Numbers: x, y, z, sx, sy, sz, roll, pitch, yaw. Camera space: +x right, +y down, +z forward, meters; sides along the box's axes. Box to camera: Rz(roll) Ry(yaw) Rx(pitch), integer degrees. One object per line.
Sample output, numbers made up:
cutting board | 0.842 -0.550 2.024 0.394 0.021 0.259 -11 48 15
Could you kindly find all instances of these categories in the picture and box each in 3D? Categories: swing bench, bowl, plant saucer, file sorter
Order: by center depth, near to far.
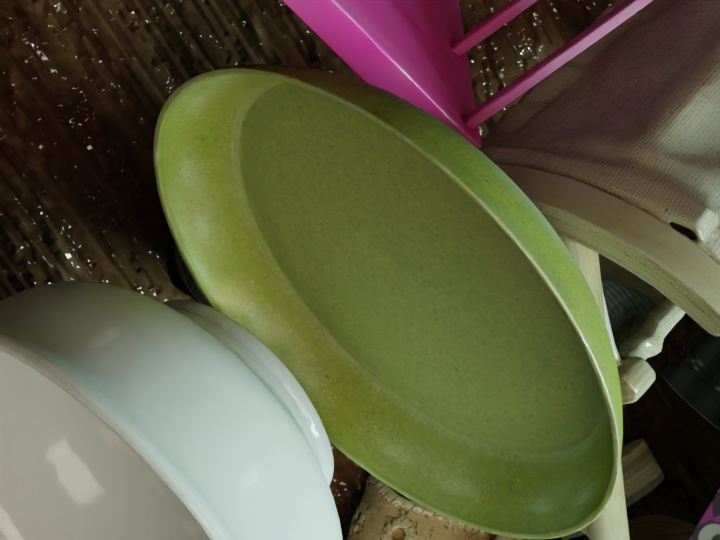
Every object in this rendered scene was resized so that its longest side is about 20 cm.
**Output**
plant saucer | 0.013 0.006 0.735 0.031 0.200 0.200 -43 124 -28
file sorter | 0.028 -0.166 0.742 0.125 0.200 0.139 -35 122 21
swing bench | 0.114 -0.029 0.800 0.199 0.130 0.200 -45 161 -30
bowl | -0.074 0.075 0.811 0.090 0.201 0.202 -41 124 -30

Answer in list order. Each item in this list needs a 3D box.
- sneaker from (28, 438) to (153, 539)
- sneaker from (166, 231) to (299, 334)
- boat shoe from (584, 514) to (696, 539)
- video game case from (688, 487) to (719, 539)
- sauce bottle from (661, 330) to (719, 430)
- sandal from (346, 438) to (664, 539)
sneaker | -0.116 0.142 0.932 0.201 0.067 0.108 -44 114 2
sneaker | 0.000 0.000 0.906 0.200 0.087 0.074 9 91 -45
boat shoe | 0.071 0.174 0.935 0.200 0.072 0.072 -22 126 -28
video game case | 0.183 0.155 0.920 0.181 0.036 0.200 36 85 -47
sauce bottle | 0.215 -0.015 0.970 0.066 0.066 0.200 36 102 -28
sandal | 0.031 0.117 0.983 0.211 0.078 0.070 -30 88 -10
